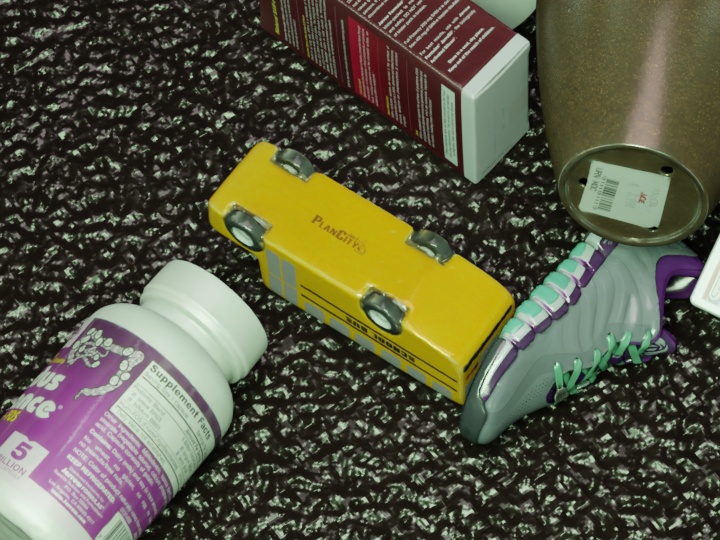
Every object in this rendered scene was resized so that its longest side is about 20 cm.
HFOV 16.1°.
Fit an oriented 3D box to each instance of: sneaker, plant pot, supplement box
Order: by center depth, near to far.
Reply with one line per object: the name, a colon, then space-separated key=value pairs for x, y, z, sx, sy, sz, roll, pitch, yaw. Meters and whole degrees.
sneaker: x=0.144 y=0.043 z=1.583 sx=0.087 sy=0.075 sz=0.200 roll=34 pitch=66 yaw=15
plant pot: x=0.185 y=-0.120 z=1.589 sx=0.185 sy=0.188 sz=0.201 roll=10 pitch=52 yaw=9
supplement box: x=0.019 y=-0.157 z=1.680 sx=0.200 sy=0.109 sz=0.061 roll=37 pitch=69 yaw=20

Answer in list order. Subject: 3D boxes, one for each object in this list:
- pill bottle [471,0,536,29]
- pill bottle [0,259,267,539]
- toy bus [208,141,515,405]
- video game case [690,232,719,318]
pill bottle: x=0.050 y=-0.252 z=1.732 sx=0.110 sy=0.111 sz=0.201 roll=-24 pitch=61 yaw=-11
pill bottle: x=-0.148 y=0.092 z=1.544 sx=0.112 sy=0.113 sz=0.200 roll=32 pitch=66 yaw=19
toy bus: x=0.000 y=0.000 z=1.609 sx=0.199 sy=0.078 sz=0.065 roll=31 pitch=67 yaw=19
video game case: x=0.321 y=-0.003 z=1.558 sx=0.199 sy=0.018 sz=0.144 roll=26 pitch=93 yaw=16
